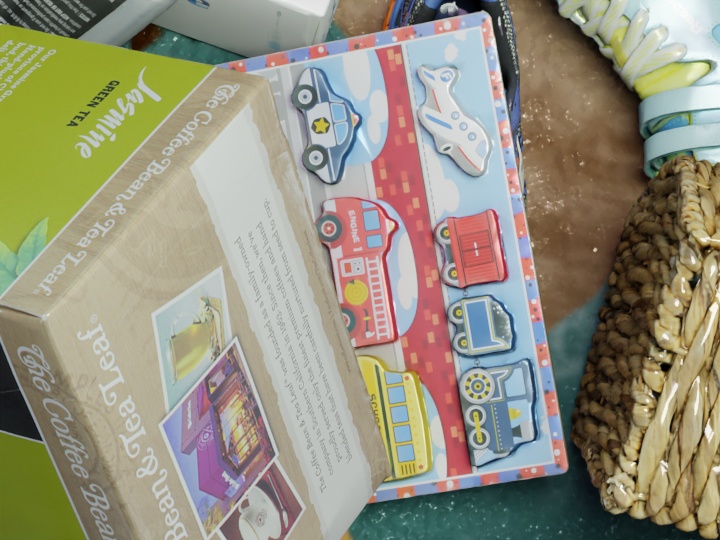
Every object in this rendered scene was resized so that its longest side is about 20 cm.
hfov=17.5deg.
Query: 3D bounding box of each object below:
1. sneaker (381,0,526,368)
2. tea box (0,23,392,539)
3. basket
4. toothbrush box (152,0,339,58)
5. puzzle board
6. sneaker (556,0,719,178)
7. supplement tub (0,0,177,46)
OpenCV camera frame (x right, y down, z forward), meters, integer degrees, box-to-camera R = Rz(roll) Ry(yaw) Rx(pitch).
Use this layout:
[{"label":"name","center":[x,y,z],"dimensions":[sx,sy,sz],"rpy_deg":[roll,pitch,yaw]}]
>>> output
[{"label":"sneaker","center":[0.040,-0.051,1.046],"dimensions":[0.075,0.078,0.201],"rpy_deg":[-5,74,-6]},{"label":"tea box","center":[-0.119,0.029,0.866],"dimensions":[0.196,0.200,0.134],"rpy_deg":[15,49,32]},{"label":"basket","center":[0.178,0.036,0.961],"dimensions":[0.149,0.200,0.143],"rpy_deg":[15,95,0]},{"label":"toothbrush box","center":[-0.055,-0.211,1.079],"dimensions":[0.146,0.085,0.201],"rpy_deg":[18,73,0]},{"label":"puzzle board","center":[0.000,0.000,1.013],"dimensions":[0.150,0.017,0.201],"rpy_deg":[-10,87,12]},{"label":"sneaker","center":[0.129,-0.101,1.058],"dimensions":[0.199,0.080,0.131],"rpy_deg":[17,74,-11]},{"label":"supplement tub","center":[-0.177,-0.108,0.968],"dimensions":[0.200,0.122,0.123],"rpy_deg":[-36,79,15]}]
